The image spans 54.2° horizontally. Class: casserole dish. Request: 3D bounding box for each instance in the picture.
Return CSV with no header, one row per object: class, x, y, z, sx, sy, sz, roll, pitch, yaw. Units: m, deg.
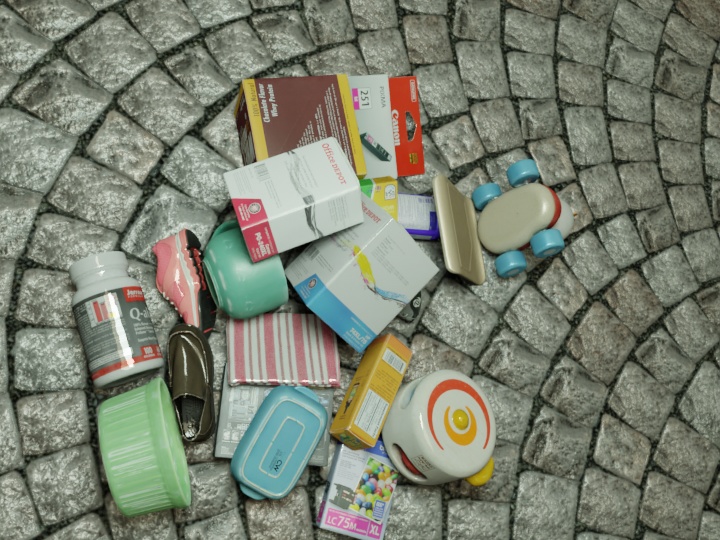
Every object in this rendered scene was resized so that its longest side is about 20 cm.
casserole dish,-0.131,0.288,1.161,0.120,0.039,0.202,31,84,-11

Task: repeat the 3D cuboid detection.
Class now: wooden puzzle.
wooden puzzle,0.186,-0.072,1.353,0.037,0.199,0.188,-13,77,24

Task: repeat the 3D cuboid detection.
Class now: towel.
towel,-0.136,0.140,1.231,0.196,0.030,0.148,3,47,-14

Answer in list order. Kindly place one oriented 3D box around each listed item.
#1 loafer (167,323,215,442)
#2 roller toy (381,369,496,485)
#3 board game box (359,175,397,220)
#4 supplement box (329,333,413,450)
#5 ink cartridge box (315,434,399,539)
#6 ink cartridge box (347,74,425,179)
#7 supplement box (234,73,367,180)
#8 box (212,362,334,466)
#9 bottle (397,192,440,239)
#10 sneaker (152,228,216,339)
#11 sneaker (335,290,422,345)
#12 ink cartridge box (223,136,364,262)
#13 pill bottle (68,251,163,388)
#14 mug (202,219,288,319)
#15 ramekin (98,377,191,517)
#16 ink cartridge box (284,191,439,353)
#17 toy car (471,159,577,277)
loafer,-0.277,0.188,1.160,0.072,0.071,0.204,-11,93,0
roller toy,0.141,0.276,1.231,0.180,0.139,0.203,7,65,-30
board game box,-0.006,-0.062,1.289,0.151,0.040,0.203,-11,115,-19
supplement box,0.021,0.214,1.246,0.069,0.066,0.201,40,56,-17
ink cartridge box,0.005,0.366,1.244,0.118,0.042,0.203,19,70,-12
ink cartridge box,0.052,-0.279,1.377,0.171,0.043,0.204,-9,98,-21
supplement box,-0.115,-0.239,1.306,0.197,0.133,0.201,-8,79,-18
box,-0.148,0.250,1.220,0.197,0.051,0.161,8,75,-14
bottle,0.067,-0.108,1.364,0.197,0.065,0.085,3,71,-15
sneaker,-0.311,0.034,1.227,0.085,0.074,0.204,-13,86,11
sneaker,0.049,0.083,1.311,0.200,0.075,0.115,-45,130,3
ink cartridge box,-0.107,-0.119,1.146,0.197,0.084,0.146,-20,48,-7
pill bottle,-0.404,0.080,1.151,0.114,0.116,0.203,-17,82,-19
mug,-0.210,0.002,1.223,0.113,0.185,0.154,-20,107,-19
ramekin,-0.332,0.277,1.085,0.096,0.200,0.203,-14,81,-12
ink cartridge box,0.000,0.000,1.207,0.200,0.147,0.146,-45,121,1
toy car,0.354,-0.095,1.422,0.198,0.176,0.187,6,61,-44
